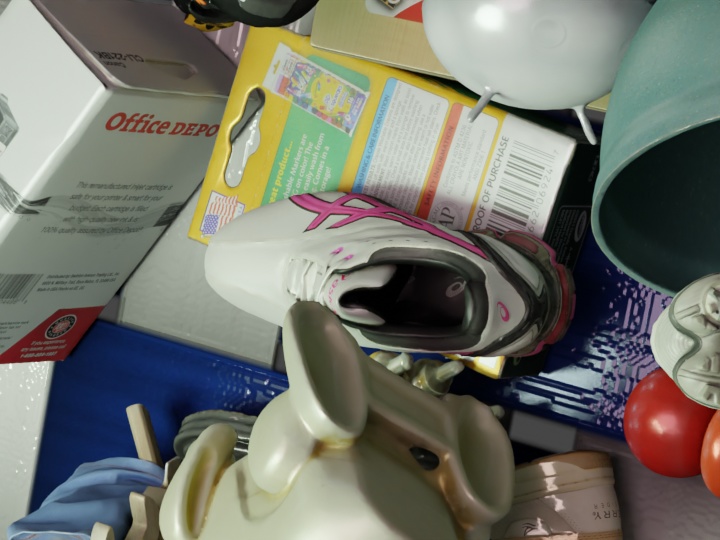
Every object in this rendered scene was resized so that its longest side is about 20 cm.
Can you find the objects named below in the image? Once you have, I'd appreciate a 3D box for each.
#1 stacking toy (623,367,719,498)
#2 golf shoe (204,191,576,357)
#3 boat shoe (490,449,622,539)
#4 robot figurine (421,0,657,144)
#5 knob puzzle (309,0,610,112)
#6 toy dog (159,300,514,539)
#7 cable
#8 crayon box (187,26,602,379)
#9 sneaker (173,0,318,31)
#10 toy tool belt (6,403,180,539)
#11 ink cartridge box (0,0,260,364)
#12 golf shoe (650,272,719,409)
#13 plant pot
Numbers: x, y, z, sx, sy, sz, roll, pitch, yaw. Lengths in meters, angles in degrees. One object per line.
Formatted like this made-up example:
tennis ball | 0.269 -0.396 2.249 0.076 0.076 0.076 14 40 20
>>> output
stacking toy | 0.210 0.096 1.233 0.199 0.085 0.086 18 100 36
golf shoe | 0.000 0.000 1.285 0.199 0.092 0.073 6 94 32
boat shoe | 0.041 0.150 1.330 0.199 0.074 0.070 -23 76 27
robot figurine | 0.088 -0.163 1.242 0.113 0.169 0.201 159 117 -73
knob puzzle | 0.081 -0.189 1.324 0.218 0.030 0.221 -3 81 19
toy dog | -0.032 0.151 1.240 0.200 0.139 0.195 -44 40 28
cable | -0.008 0.082 1.377 0.199 0.097 0.051 -11 54 49
crayon box | 0.018 -0.040 1.355 0.199 0.051 0.126 24 103 28
sneaker | -0.062 -0.152 1.351 0.200 0.070 0.090 -108 32 -58
toy tool belt | -0.136 0.148 1.362 0.124 0.200 0.124 3 103 9
ink cartridge box | -0.168 -0.047 1.411 0.084 0.144 0.200 48 113 21
golf shoe | 0.227 0.031 1.202 0.199 0.097 0.079 7 87 -8
plant pot | 0.203 -0.082 1.180 0.199 0.200 0.135 -14 59 30
